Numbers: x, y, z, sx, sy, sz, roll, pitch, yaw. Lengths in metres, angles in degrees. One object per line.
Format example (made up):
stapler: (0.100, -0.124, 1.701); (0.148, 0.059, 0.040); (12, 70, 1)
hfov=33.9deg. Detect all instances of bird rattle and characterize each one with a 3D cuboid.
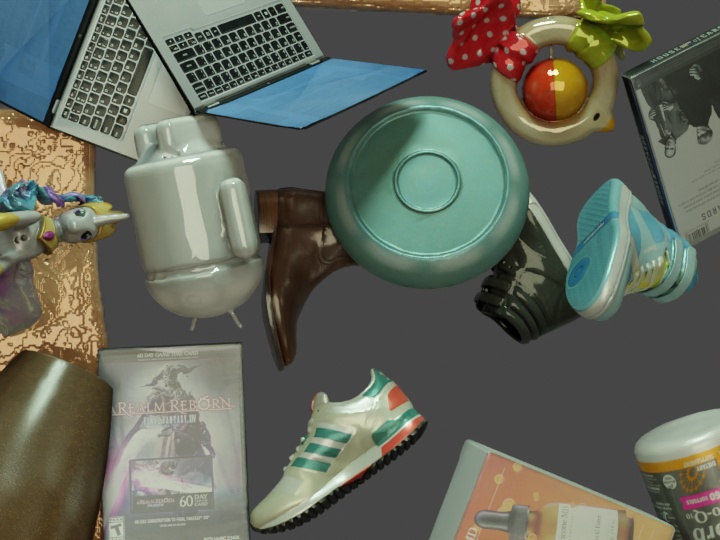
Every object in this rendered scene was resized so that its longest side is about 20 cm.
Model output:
bird rattle: (0.187, -0.204, 1.181); (0.199, 0.113, 0.164); (-9, 105, -4)

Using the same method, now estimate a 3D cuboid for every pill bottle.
pill bottle: (0.356, 0.248, 1.170); (0.116, 0.116, 0.201); (-21, 90, -7)

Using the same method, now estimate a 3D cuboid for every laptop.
laptop: (-0.077, -0.219, 1.097); (0.187, 0.116, 0.201); (-32, 91, -44)
laptop: (-0.243, -0.220, 1.112); (0.199, 0.116, 0.188); (21, 86, -5)

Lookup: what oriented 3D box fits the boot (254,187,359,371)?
boot: (0.000, 0.000, 1.168); (0.199, 0.064, 0.187); (-3, 86, -11)

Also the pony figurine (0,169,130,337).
pony figurine: (-0.329, -0.018, 1.062); (0.192, 0.200, 0.167); (-12, 97, 28)

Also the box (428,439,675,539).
box: (0.175, 0.276, 1.153); (0.199, 0.106, 0.153); (22, 85, -6)

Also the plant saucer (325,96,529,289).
plant saucer: (0.064, -0.082, 1.138); (0.199, 0.027, 0.201); (-1, 72, 2)

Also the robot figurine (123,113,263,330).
robot figurine: (-0.154, -0.042, 1.103); (0.113, 0.169, 0.201); (-15, 98, -36)

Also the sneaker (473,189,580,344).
sneaker: (0.143, -0.015, 1.177); (0.099, 0.071, 0.200); (-36, 96, -12)

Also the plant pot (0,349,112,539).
plant pot: (-0.309, 0.182, 1.079); (0.186, 0.187, 0.201); (22, 70, -5)

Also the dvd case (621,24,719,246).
dvd case: (0.358, -0.138, 1.194); (0.150, 0.025, 0.201); (-27, 115, -7)

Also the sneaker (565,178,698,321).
sneaker: (0.273, 0.003, 1.148); (0.130, 0.200, 0.080); (36, 129, -10)

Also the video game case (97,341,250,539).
video game case: (-0.183, 0.174, 1.160); (0.142, 0.019, 0.201); (-2, 89, -7)

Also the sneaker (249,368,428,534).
sneaker: (-0.036, 0.175, 1.161); (0.199, 0.070, 0.094); (-35, 74, -5)
